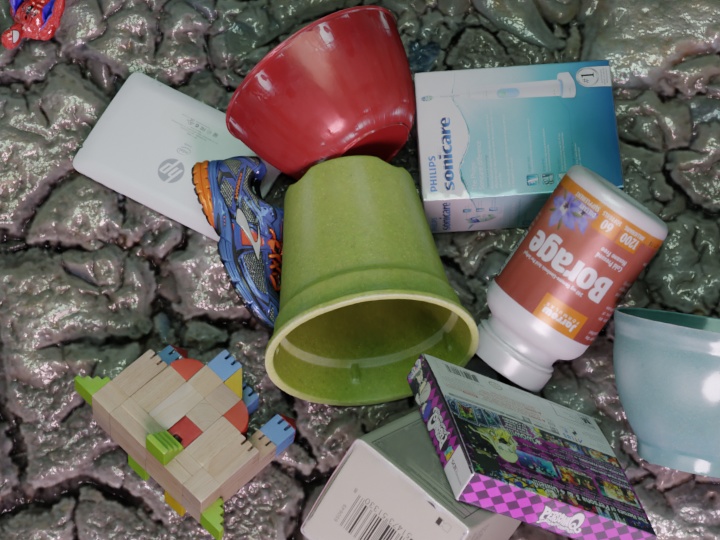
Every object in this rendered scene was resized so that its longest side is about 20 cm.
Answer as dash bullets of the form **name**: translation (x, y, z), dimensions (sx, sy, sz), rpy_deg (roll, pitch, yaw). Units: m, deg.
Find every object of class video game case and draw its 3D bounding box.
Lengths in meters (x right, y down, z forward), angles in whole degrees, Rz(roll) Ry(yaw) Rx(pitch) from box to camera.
- **video game case**: translation (0.150, 0.164, 1.552), dimensions (0.200, 0.036, 0.181), rpy_deg (21, 24, -25)

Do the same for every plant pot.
- **plant pot**: translation (0.322, 0.116, 1.597), dimensions (0.200, 0.200, 0.135), rpy_deg (8, 94, 7)
- **plant pot**: translation (0.000, 0.000, 1.659), dimensions (0.200, 0.201, 0.185), rpy_deg (-8, 58, 0)

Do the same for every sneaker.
- **sneaker**: translation (-0.103, -0.030, 1.722), dimensions (0.078, 0.075, 0.201), rpy_deg (-22, 76, 2)

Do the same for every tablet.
- **tablet**: translation (-0.185, -0.118, 1.808), dimensions (0.200, 0.014, 0.130), rpy_deg (26, 71, 14)

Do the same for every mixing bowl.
- **mixing bowl**: translation (-0.021, -0.153, 1.715), dimensions (0.200, 0.200, 0.109), rpy_deg (-31, 71, -10)

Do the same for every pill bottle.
- **pill bottle**: translation (0.191, 0.011, 1.648), dimensions (0.112, 0.112, 0.200), rpy_deg (37, 101, 17)

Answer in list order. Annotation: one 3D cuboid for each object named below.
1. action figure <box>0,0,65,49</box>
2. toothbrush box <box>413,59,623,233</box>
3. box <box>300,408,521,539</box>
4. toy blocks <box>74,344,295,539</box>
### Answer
- **action figure**: translation (-0.322, -0.323, 1.863), dimensions (0.065, 0.099, 0.200), rpy_deg (33, 74, 17)
- **toothbrush box**: translation (0.156, -0.124, 1.752), dimensions (0.199, 0.085, 0.147), rpy_deg (-4, 67, 0)
- **box**: translation (0.060, 0.205, 1.542), dimensions (0.128, 0.200, 0.109), rpy_deg (38, 111, 17)
- **toy blocks**: translation (-0.154, 0.138, 1.662), dimensions (0.200, 0.100, 0.137), rpy_deg (41, 63, 17)
